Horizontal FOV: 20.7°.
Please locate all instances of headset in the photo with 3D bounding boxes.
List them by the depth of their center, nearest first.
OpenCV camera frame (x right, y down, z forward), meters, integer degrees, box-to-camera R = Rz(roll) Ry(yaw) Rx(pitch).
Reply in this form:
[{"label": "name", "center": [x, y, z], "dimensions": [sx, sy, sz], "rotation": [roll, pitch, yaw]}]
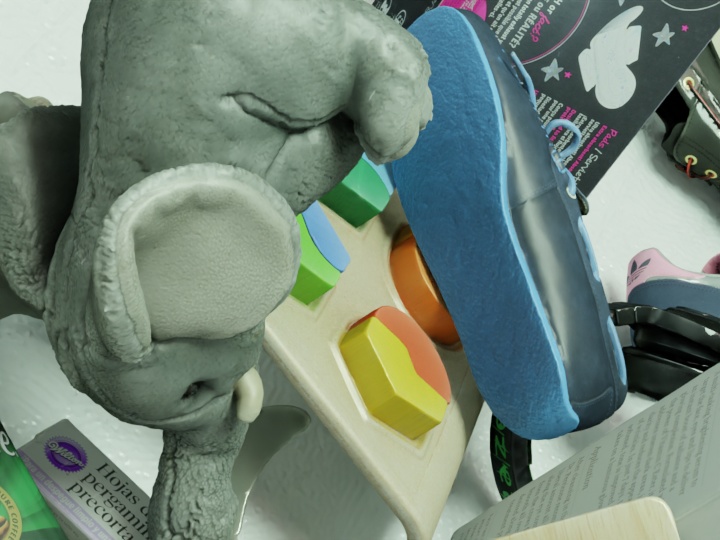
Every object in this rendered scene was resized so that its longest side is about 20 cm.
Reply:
[{"label": "headset", "center": [0.152, 0.076, 0.956], "dimensions": [0.199, 0.094, 0.124], "rotation": [-2, 94, -20]}]

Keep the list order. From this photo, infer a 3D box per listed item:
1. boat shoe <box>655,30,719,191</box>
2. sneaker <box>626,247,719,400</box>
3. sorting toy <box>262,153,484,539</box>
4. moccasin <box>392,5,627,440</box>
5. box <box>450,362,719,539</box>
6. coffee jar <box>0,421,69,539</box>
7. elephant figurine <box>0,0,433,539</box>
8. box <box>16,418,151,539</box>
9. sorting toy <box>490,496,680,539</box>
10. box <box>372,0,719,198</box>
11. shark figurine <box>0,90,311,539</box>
[{"label": "boat shoe", "center": [0.204, -0.081, 1.153], "dimensions": [0.063, 0.074, 0.202], "rotation": [-28, 88, -8]}, {"label": "sneaker", "center": [0.227, 0.027, 1.075], "dimensions": [0.199, 0.070, 0.082], "rotation": [7, 58, -37]}, {"label": "sorting toy", "center": [0.000, 0.000, 0.861], "dimensions": [0.200, 0.036, 0.185], "rotation": [56, 25, -14]}, {"label": "moccasin", "center": [0.066, -0.020, 0.891], "dimensions": [0.068, 0.080, 0.201], "rotation": [-1, 75, -45]}, {"label": "box", "center": [0.144, 0.143, 0.797], "dimensions": [0.152, 0.200, 0.106], "rotation": [46, 32, -12]}, {"label": "coffee jar", "center": [-0.166, 0.081, 0.700], "dimensions": [0.104, 0.085, 0.201], "rotation": [-13, 66, -44]}, {"label": "elephant figurine", "center": [-0.067, -0.011, 0.690], "dimensions": [0.155, 0.142, 0.201], "rotation": [31, 80, -2]}, {"label": "box", "center": [-0.060, 0.140, 0.747], "dimensions": [0.200, 0.042, 0.039], "rotation": [41, 36, 11]}, {"label": "sorting toy", "center": [0.039, 0.198, 0.668], "dimensions": [0.198, 0.070, 0.201], "rotation": [-15, 81, 0]}, {"label": "box", "center": [0.099, -0.141, 0.987], "dimensions": [0.114, 0.200, 0.132], "rotation": [26, 28, -22]}, {"label": "shark figurine", "center": [-0.121, 0.022, 0.811], "dimensions": [0.089, 0.128, 0.215], "rotation": [-43, 118, -19]}]
